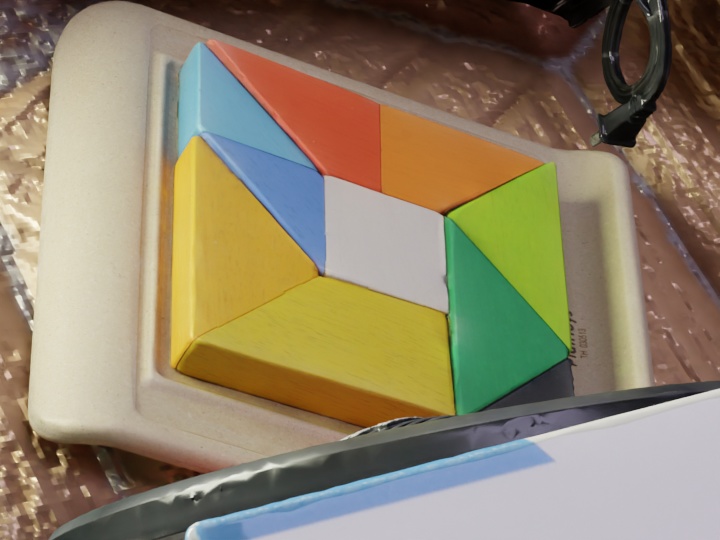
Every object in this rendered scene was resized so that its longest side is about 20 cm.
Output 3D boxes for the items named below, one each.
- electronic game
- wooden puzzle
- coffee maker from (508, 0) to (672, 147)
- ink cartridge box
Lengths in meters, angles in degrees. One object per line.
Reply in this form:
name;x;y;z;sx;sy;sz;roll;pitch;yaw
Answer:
electronic game;0.017;0.059;0.758;0.200;0.200;0.042;-6;79;-33
wooden puzzle;0.000;0.000;0.915;0.200;0.037;0.185;14;45;-16
coffee maker;-0.003;-0.149;0.981;0.200;0.135;0.192;0;46;-25
ink cartridge box;0.034;0.108;0.675;0.145;0.200;0.084;-14;69;-11
